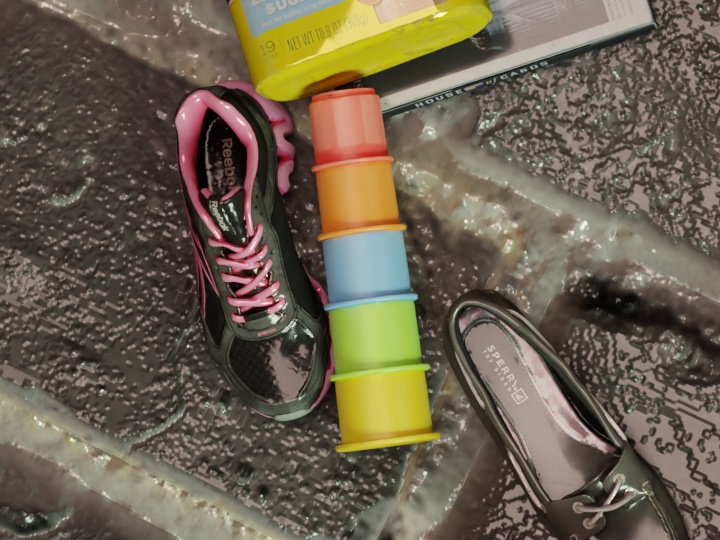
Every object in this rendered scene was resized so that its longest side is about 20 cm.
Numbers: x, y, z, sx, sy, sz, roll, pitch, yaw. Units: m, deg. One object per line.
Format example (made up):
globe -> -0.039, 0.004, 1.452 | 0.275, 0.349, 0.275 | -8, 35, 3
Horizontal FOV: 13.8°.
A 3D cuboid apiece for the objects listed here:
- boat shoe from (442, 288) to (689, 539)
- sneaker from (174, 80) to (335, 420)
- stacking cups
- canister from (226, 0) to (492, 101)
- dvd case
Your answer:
boat shoe -> 0.109, 0.096, 1.640 | 0.067, 0.057, 0.200 | -37, 77, 5
sneaker -> -0.067, -0.014, 1.672 | 0.079, 0.095, 0.200 | -15, 82, 8
stacking cups -> 0.000, 0.000, 1.668 | 0.060, 0.061, 0.201 | -10, 84, 10
canister -> -0.021, -0.211, 1.667 | 0.148, 0.087, 0.200 | -20, 80, 10
dvd case -> 0.053, -0.178, 1.702 | 0.200, 0.025, 0.151 | -18, 79, 9
